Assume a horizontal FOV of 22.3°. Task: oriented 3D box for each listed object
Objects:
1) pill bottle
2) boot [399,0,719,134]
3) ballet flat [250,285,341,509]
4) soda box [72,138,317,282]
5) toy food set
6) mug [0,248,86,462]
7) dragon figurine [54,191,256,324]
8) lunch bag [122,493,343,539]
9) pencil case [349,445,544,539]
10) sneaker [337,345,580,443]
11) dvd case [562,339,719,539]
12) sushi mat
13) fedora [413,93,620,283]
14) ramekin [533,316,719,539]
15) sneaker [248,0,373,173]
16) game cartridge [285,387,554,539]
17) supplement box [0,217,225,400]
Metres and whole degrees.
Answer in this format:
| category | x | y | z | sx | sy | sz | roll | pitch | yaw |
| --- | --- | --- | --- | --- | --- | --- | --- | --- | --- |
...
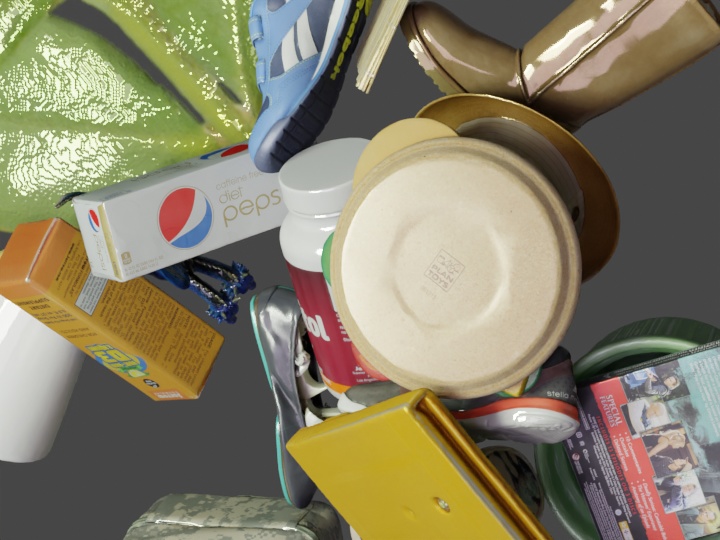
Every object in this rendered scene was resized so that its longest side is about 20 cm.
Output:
| category | x | y | z | sx | sy | sz | roll | pitch | yaw |
| --- | --- | --- | --- | --- | --- | --- | --- | --- | --- |
| pill bottle | 0.000 | 0.000 | 1.471 | 0.112 | 0.113 | 0.201 | -5 | 121 | 19 |
| boot | 0.155 | -0.192 | 1.419 | 0.200 | 0.066 | 0.175 | -37 | 105 | 24 |
| ballet flat | -0.045 | 0.110 | 1.570 | 0.073 | 0.073 | 0.201 | -6 | 102 | 19 |
| soda box | -0.127 | -0.055 | 1.477 | 0.064 | 0.199 | 0.069 | 10 | 117 | 58 |
| toy food set | 0.066 | -0.001 | 1.352 | 0.199 | 0.049 | 0.199 | 22 | 99 | 15 |
| mug | -0.321 | 0.054 | 1.602 | 0.186 | 0.149 | 0.154 | 31 | 105 | -1 |
| dragon figurine | -0.164 | -0.021 | 1.531 | 0.099 | 0.200 | 0.059 | 17 | 72 | 35 |
| lunch bag | -0.126 | 0.288 | 1.594 | 0.199 | 0.168 | 0.140 | 2 | 107 | 17 |
| pencil case | 0.068 | 0.202 | 1.512 | 0.200 | 0.078 | 0.090 | -24 | 85 | 57 |
| sneaker | 0.079 | 0.090 | 1.424 | 0.199 | 0.077 | 0.082 | -1 | 71 | 23 |
| dvd case | 0.258 | 0.132 | 1.398 | 0.199 | 0.022 | 0.147 | -19 | 99 | 23 |
| sushi mat | 0.040 | -0.241 | 1.418 | 0.012 | 0.096 | 0.201 | 21 | 110 | -10 |
| fedora | 0.105 | -0.042 | 1.427 | 0.200 | 0.082 | 0.201 | 21 | 141 | 18 |
| ramekin | 0.246 | 0.134 | 1.468 | 0.199 | 0.098 | 0.201 | 5 | 108 | 16 |
| sneaker | -0.053 | -0.175 | 1.460 | 0.082 | 0.074 | 0.201 | 19 | 81 | 14 |
| game cartridge | 0.047 | 0.178 | 1.410 | 0.177 | 0.032 | 0.200 | 51 | 150 | -9 |
| supplement box | -0.211 | 0.036 | 1.540 | 0.200 | 0.069 | 0.066 | 36 | 152 | -33 |
